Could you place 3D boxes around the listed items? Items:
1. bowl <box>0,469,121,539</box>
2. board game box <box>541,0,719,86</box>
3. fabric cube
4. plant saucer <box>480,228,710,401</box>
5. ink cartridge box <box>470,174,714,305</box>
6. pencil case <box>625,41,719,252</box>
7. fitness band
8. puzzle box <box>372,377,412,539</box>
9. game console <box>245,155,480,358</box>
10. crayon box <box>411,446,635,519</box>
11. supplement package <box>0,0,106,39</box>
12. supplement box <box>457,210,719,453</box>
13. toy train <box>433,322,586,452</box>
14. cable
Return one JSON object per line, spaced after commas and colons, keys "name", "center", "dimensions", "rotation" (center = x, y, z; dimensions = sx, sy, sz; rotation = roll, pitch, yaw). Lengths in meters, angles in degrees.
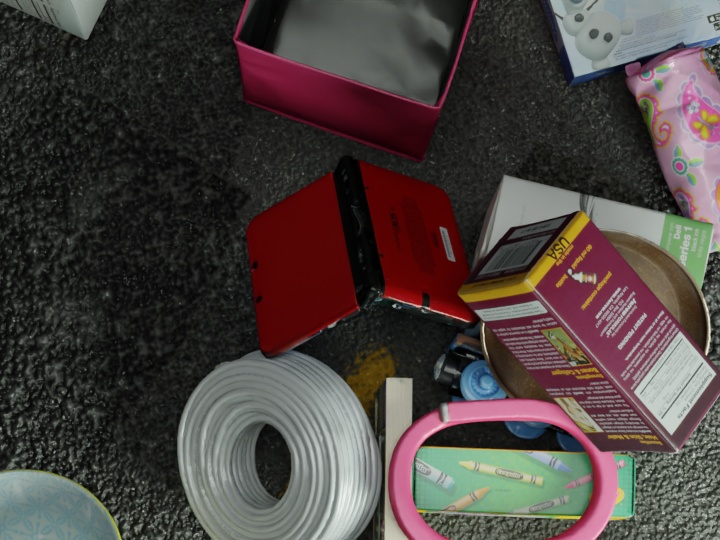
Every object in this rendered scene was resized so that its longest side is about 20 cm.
{"name": "bowl", "center": [-0.302, 0.291, 1.464], "dimensions": [0.200, 0.108, 0.200], "rotation": [-2, 60, 3]}
{"name": "board game box", "center": [0.274, -0.306, 1.622], "dimensions": [0.200, 0.043, 0.199], "rotation": [-16, 83, -4]}
{"name": "fabric cube", "center": [0.006, -0.242, 1.527], "dimensions": [0.196, 0.199, 0.200], "rotation": [18, 81, 2]}
{"name": "plant saucer", "center": [0.207, 0.048, 1.441], "dimensions": [0.200, 0.037, 0.201], "rotation": [3, 116, 6]}
{"name": "ink cartridge box", "center": [0.210, -0.014, 1.519], "dimensions": [0.200, 0.146, 0.084], "rotation": [14, 78, 0]}
{"name": "pencil case", "center": [0.321, -0.116, 1.558], "dimensions": [0.087, 0.087, 0.200], "rotation": [-23, 92, -5]}
{"name": "fitness band", "center": [0.124, 0.183, 1.414], "dimensions": [0.200, 0.037, 0.144], "rotation": [-1, 80, -6]}
{"name": "puzzle box", "center": [0.028, 0.203, 1.485], "dimensions": [0.025, 0.133, 0.200], "rotation": [2, 80, -4]}
{"name": "game console", "center": [0.000, 0.000, 1.521], "dimensions": [0.172, 0.119, 0.200], "rotation": [17, 36, -23]}
{"name": "crayon box", "center": [0.143, 0.197, 1.496], "dimensions": [0.200, 0.119, 0.058], "rotation": [3, 80, -1]}
{"name": "supplement package", "center": [-0.328, -0.347, 1.559], "dimensions": [0.200, 0.151, 0.152], "rotation": [24, 80, 2]}
{"name": "supplement box", "center": [0.193, 0.055, 1.353], "dimensions": [0.200, 0.110, 0.086], "rotation": [47, 67, -15]}
{"name": "toy train", "center": [0.172, 0.100, 1.533], "dimensions": [0.200, 0.087, 0.114], "rotation": [20, 73, 1]}
{"name": "cable", "center": [-0.076, 0.170, 1.474], "dimensions": [0.200, 0.069, 0.200], "rotation": [-16, 83, 37]}
